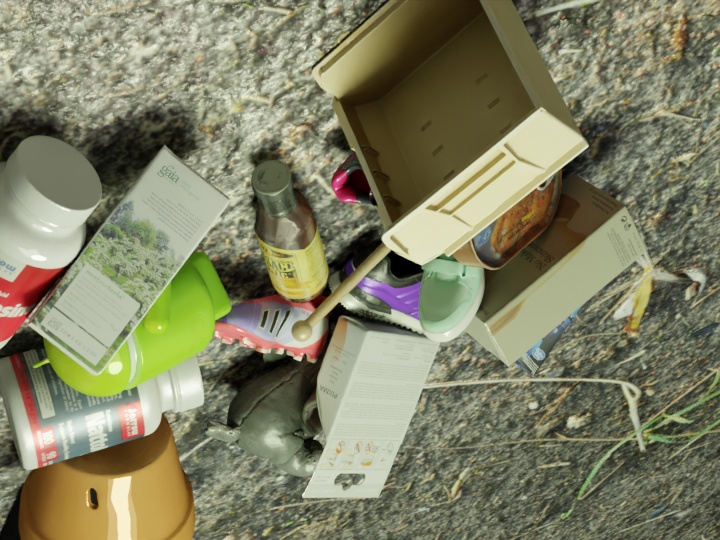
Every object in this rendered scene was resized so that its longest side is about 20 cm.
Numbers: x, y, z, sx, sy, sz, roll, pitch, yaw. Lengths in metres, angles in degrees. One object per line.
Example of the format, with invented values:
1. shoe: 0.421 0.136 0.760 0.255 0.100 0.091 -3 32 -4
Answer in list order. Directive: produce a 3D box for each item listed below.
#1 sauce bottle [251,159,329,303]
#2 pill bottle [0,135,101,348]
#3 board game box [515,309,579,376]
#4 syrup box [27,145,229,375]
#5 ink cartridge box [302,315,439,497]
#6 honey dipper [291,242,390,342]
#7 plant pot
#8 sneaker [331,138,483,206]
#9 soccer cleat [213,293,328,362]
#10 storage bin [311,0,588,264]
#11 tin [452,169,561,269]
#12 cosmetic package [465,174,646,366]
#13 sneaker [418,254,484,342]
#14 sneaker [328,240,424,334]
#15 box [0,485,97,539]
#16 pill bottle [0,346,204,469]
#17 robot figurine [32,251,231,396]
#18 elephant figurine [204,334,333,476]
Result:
1. sauce bottle: -0.075 -0.040 1.667 0.065 0.066 0.201 -22 147 -4
2. pill bottle: -0.316 -0.023 1.471 0.112 0.113 0.200 9 136 -43
3. board game box: 0.203 -0.014 1.869 0.200 0.062 0.200 -46 132 -4
4. syrup box: -0.210 -0.009 1.494 0.201 0.079 0.081 -54 -171 -10
5. ink cartridge box: 0.001 0.155 1.852 0.162 0.050 0.202 11 105 -56
6. honey dipper: 0.000 0.000 1.736 0.200 0.038 0.038 -43 152 -11
7. plant pot: -0.279 0.230 1.828 0.198 0.201 0.141 -10 131 -23
8. sneaker: 0.057 -0.085 1.570 0.074 0.081 0.199 -34 -158 -35
9. soccer cleat: -0.094 0.050 1.765 0.066 0.077 0.200 12 176 30
10. storage bin: 0.072 -0.143 1.472 0.198 0.201 0.093 -38 145 23
11. tin: 0.146 -0.077 1.683 0.200 0.042 0.113 -37 127 -48
12. cosmetic package: 0.193 -0.002 1.759 0.200 0.105 0.071 -40 126 -10
13. sneaker: 0.083 -0.036 1.692 0.073 0.202 0.118 5 161 32
14. sneaker: 0.065 0.009 1.835 0.199 0.070 0.100 10 129 -47
15. box: -0.365 0.340 2.027 0.140 0.079 0.201 0 141 -30
16. pill bottle: -0.270 0.124 1.724 0.198 0.120 0.120 -16 148 -15
17. robot figurine: -0.224 0.050 1.615 0.199 0.117 0.175 -27 -176 -38
18. elephant figurine: -0.057 0.124 1.894 0.141 0.155 0.200 36 111 -8
